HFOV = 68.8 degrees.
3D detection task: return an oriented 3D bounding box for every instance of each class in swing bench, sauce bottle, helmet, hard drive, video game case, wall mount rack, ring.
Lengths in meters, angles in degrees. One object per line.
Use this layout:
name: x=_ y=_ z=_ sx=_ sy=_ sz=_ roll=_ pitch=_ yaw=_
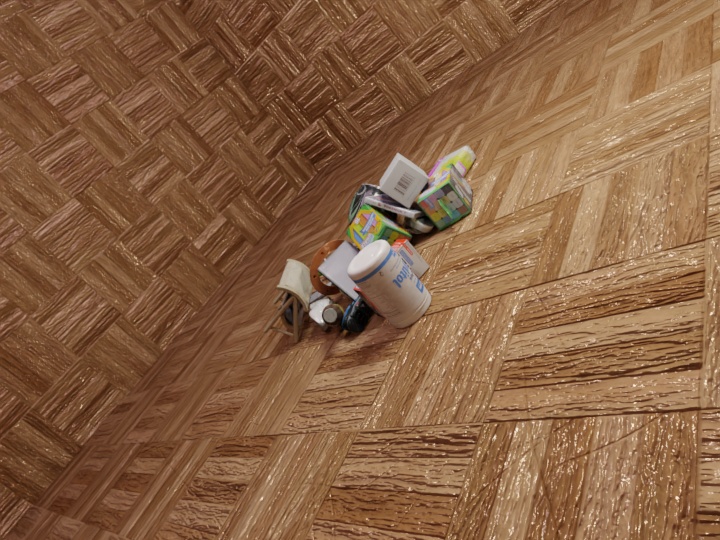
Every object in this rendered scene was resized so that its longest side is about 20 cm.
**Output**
swing bench: x=-0.232 y=0.100 z=1.802 sx=0.199 sy=0.129 sz=0.201 roll=-83 pitch=13 yaw=-62
sauce bottle: x=-0.081 y=0.131 z=1.558 sx=0.065 sy=0.065 sz=0.200 roll=-43 pitch=-2 yaw=-3
helmet: x=0.046 y=-0.209 z=1.954 sx=0.200 sy=0.199 sz=0.192 roll=18 pitch=90 yaw=69
hard drive: x=-0.024 y=0.006 z=1.690 sx=0.140 sy=0.033 sz=0.200 roll=-46 pitch=58 yaw=-11
video game case: x=0.135 y=-0.217 z=1.746 sx=0.200 sy=0.181 sz=0.023 roll=-23 pitch=-50 yaw=-60
wall mount rack: x=-0.166 y=0.051 z=1.984 sx=0.199 sy=0.075 sz=0.174 roll=-34 pitch=20 yaw=21
ring: x=-0.089 y=-0.011 z=1.780 sx=0.200 sy=0.201 sz=0.019 roll=-46 pitch=40 yaw=-11

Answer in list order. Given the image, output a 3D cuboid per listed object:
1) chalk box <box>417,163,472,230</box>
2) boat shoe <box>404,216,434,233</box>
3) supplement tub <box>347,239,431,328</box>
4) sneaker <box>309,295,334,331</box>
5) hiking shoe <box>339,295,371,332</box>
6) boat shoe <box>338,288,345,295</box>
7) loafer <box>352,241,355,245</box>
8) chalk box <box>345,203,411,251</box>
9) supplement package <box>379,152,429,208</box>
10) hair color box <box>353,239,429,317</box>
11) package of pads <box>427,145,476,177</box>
chalk box: x=0.263 y=-0.219 z=1.632 sx=0.123 sy=0.125 sz=0.200 roll=-31 pitch=20 yaw=30
boat shoe: x=0.188 y=-0.151 z=1.738 sx=0.202 sy=0.074 sz=0.065 roll=-132 pitch=51 yaw=-69
supplement tub: x=0.073 y=0.034 z=1.341 sx=0.132 sy=0.200 sz=0.132 roll=-37 pitch=19 yaw=16
sneaker: x=-0.122 y=0.132 z=1.727 sx=0.080 sy=0.071 sz=0.200 roll=-38 pitch=18 yaw=5
hiking shoe: x=0.005 y=0.094 z=1.545 sx=0.087 sy=0.074 sz=0.200 roll=-11 pitch=36 yaw=56
boat shoe: x=0.001 y=0.000 z=1.764 sx=0.201 sy=0.072 sz=0.066 roll=-49 pitch=14 yaw=-31
loafer: x=-0.021 y=-0.066 z=1.981 sx=0.063 sy=0.072 sz=0.200 roll=-65 pitch=17 yaw=-11
chalk box: x=0.067 y=-0.103 z=1.681 sx=0.124 sy=0.124 sz=0.200 roll=-57 pitch=42 yaw=16
supplement package: x=0.139 y=-0.295 z=1.714 sx=0.117 sy=0.117 sz=0.200 roll=-57 pitch=8 yaw=16
hair color box: x=0.088 y=0.021 z=1.480 sx=0.200 sy=0.111 sz=0.064 roll=-48 pitch=19 yaw=-14
package of pads: x=0.320 y=-0.357 z=1.909 sx=0.154 sy=0.068 sz=0.200 roll=-20 pitch=30 yaw=50
